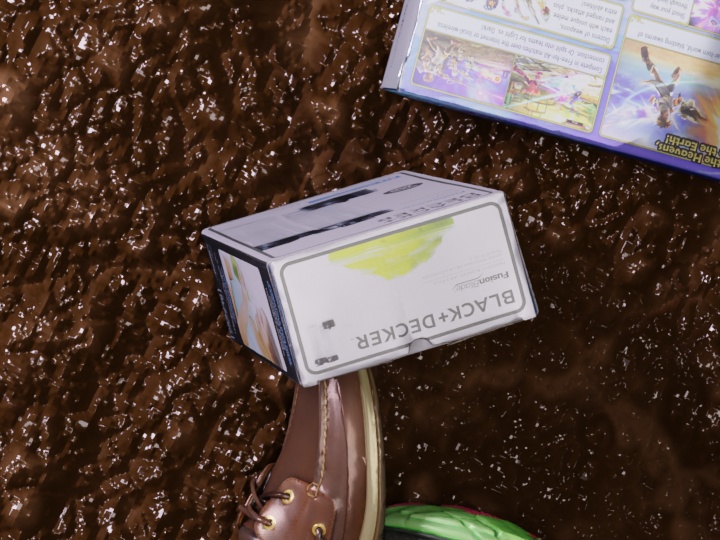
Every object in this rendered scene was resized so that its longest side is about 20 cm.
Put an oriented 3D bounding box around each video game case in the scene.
[{"bbox_3d":[0.128,-0.153,1.411,0.199,0.045,0.182,15,90,-13],"label":"video game case"}]

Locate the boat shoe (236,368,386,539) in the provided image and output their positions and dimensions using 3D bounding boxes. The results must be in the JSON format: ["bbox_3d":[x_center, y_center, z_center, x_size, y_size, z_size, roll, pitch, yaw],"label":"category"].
[{"bbox_3d":[-0.027,0.127,1.390,0.067,0.072,0.201,1,97,-14],"label":"boat shoe"}]

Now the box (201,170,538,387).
[{"bbox_3d":[0.000,0.000,1.319,0.116,0.200,0.060,-16,98,-9],"label":"box"}]

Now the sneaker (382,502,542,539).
[{"bbox_3d":[0.088,0.184,1.417,0.200,0.077,0.084,34,84,-11],"label":"sneaker"}]
